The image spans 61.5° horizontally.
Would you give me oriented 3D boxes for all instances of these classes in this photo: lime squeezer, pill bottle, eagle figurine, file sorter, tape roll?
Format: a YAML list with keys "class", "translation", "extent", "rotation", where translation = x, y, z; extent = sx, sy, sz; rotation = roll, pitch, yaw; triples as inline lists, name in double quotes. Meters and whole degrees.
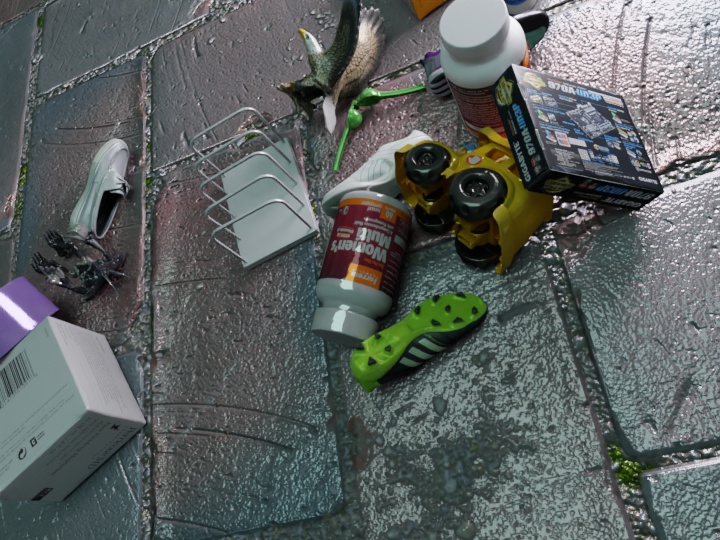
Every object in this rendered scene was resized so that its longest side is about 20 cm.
- class: "lime squeezer"
  translation: [0.010, -0.251, 0.994]
  extent: [0.200, 0.038, 0.071]
  rotation: [-43, 90, 2]
- class: "pill bottle"
  translation: [0.174, -0.273, 0.827]
  extent: [0.113, 0.200, 0.113]
  rotation: [-9, 67, 20]
- class: "eagle figurine"
  translation: [-0.039, -0.338, 0.970]
  extent: [0.200, 0.151, 0.152]
  rotation: [-34, 40, 14]
- class: "pill bottle"
  translation: [0.000, 0.000, 0.847]
  extent: [0.109, 0.110, 0.201]
  rotation: [7, 72, 26]
- class: "file sorter"
  translation: [-0.176, -0.133, 0.970]
  extent: [0.138, 0.125, 0.201]
  rotation: [-26, 62, 13]
- class: "tape roll"
  translation: [-0.619, 0.109, 1.023]
  extent: [0.200, 0.085, 0.200]
  rotation: [-40, 14, 12]

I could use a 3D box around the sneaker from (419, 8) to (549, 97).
- class: "sneaker"
  translation: [0.184, -0.355, 0.932]
  extent: [0.199, 0.074, 0.088]
  rotation: [-27, 56, 13]

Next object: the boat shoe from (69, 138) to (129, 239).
- class: "boat shoe"
  translation: [-0.476, -0.151, 1.149]
  extent: [0.071, 0.070, 0.202]
  rotation: [17, 80, 17]

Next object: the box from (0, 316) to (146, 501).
- class: "box"
  translation: [-0.485, 0.220, 0.959]
  extent: [0.199, 0.131, 0.200]
  rotation: [-43, 60, 3]

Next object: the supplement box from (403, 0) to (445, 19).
- class: "supplement box"
  translation: [0.099, -0.547, 1.044]
  extent: [0.126, 0.074, 0.200]
  rotation: [-32, 60, 9]

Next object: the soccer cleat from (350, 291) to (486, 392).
- class: "soccer cleat"
  translation: [0.077, 0.093, 0.803]
  extent: [0.199, 0.081, 0.068]
  rotation: [-26, 50, -12]

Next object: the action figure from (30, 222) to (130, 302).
- class: "action figure"
  translation: [-0.511, -0.014, 1.085]
  extent: [0.199, 0.102, 0.119]
  rotation: [13, 64, 29]

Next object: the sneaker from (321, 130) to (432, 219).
- class: "sneaker"
  translation: [0.030, -0.142, 0.924]
  extent: [0.200, 0.070, 0.080]
  rotation: [-26, 46, 9]

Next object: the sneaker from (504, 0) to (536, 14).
- class: "sneaker"
  translation: [0.266, -0.514, 0.936]
  extent: [0.077, 0.111, 0.200]
  rotation: [23, 80, 29]

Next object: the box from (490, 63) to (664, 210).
- class: "box"
  translation: [0.270, -0.163, 0.753]
  extent: [0.046, 0.199, 0.160]
  rotation: [-46, 47, 51]

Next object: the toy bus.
- class: "toy bus"
  translation: [0.171, -0.127, 0.820]
  extent: [0.192, 0.136, 0.200]
  rotation: [-42, 56, -12]
